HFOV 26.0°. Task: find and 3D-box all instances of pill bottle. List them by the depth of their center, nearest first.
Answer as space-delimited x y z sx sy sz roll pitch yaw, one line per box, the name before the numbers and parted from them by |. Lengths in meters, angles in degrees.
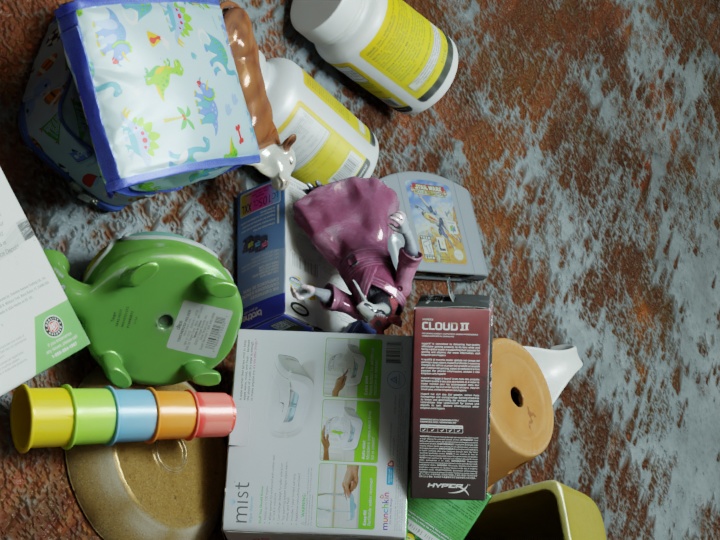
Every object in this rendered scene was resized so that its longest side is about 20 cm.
pill bottle | -0.081 -0.161 1.705 0.200 0.112 0.112 39 45 -33
pill bottle | 0.016 -0.282 1.890 0.200 0.114 0.115 31 50 -40

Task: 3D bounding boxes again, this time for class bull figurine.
bull figurine | -0.131 -0.169 1.578 0.121 0.065 0.201 -27 106 -48

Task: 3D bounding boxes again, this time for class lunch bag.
lunch bag | -0.196 -0.158 1.417 0.200 0.127 0.171 -18 91 -69
lunch bag | -0.247 -0.159 1.526 0.160 0.075 0.201 42 44 -37

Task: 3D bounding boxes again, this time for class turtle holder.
turtle holder | -0.207 0.032 1.440 0.132 0.185 0.141 -126 -155 -59

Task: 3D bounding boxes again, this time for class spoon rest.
spoon rest | 0.229 0.132 1.992 0.200 0.060 0.100 -23 90 -55

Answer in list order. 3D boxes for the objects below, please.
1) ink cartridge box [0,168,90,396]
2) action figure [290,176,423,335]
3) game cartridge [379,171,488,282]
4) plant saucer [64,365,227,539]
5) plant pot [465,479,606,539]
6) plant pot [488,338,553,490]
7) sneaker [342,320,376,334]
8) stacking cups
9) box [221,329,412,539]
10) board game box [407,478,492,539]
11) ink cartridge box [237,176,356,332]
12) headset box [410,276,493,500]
ink cartridge box | -0.340 0.010 1.308 0.146 0.084 0.201 -33 98 -54
action figure | 0.000 0.000 1.600 0.149 0.133 0.201 62 8 -56
game cartridge | 0.081 -0.055 1.922 0.200 0.041 0.134 3 74 -51
plant saucer | -0.188 0.173 1.459 0.200 0.035 0.201 27 53 -42
plant pot | 0.194 0.354 1.732 0.200 0.194 0.196 19 57 -57
plant pot | 0.126 0.161 1.778 0.200 0.140 0.201 28 50 -41
sneaker | 0.068 0.123 1.625 0.200 0.115 0.081 51 42 -20
stacking cups | -0.205 0.128 1.381 0.199 0.060 0.061 1 69 -28
box | -0.039 0.166 1.504 0.097 0.176 0.201 86 6 -69
board game box | 0.026 0.218 1.604 0.200 0.023 0.105 35 82 -2
ink cartridge box | -0.062 0.017 1.666 0.136 0.076 0.201 26 51 -43
headset box | 0.089 0.108 1.500 0.149 0.077 0.201 -43 133 -84
